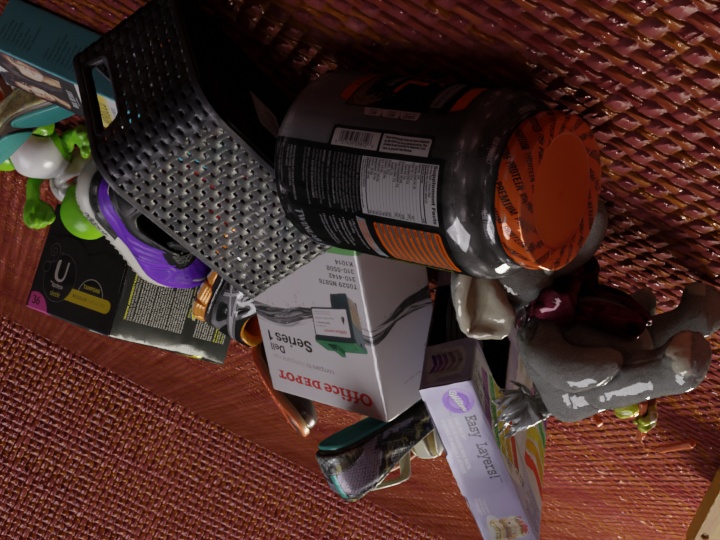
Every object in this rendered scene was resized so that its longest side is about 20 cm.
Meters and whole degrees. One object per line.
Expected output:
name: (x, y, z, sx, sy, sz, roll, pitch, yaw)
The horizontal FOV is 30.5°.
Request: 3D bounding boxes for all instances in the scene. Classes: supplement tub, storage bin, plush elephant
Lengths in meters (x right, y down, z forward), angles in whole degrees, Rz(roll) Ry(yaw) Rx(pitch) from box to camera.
supplement tub: (0.049, -0.064, 0.869, 0.198, 0.124, 0.122, 13, 161, 38)
storage bin: (-0.104, -0.089, 0.957, 0.200, 0.093, 0.136, 42, -158, -48)
plush elephant: (0.154, 0.021, 0.980, 0.198, 0.164, 0.156, -26, 95, 30)

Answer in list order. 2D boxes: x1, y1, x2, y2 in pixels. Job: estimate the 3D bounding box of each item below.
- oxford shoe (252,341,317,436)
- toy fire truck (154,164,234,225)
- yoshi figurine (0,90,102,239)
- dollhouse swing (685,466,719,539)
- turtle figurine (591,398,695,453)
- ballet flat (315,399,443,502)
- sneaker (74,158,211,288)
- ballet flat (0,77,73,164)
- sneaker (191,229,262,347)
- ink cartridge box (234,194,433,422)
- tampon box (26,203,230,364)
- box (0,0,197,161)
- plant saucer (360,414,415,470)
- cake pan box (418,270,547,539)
oxford shoe: (-0.071, 0.086, 1.373, 0.072, 0.072, 0.201, 63, -178, -44)
toy fire truck: (-0.173, -0.099, 1.245, 0.198, 0.049, 0.141, 19, 163, 26)
yoshi figurine: (-0.318, -0.100, 1.371, 0.111, 0.113, 0.199, 2, 157, 40)
dollhouse swing: (0.482, 0.268, 1.465, 0.198, 0.176, 0.184, 22, 124, 10)
turtle figurine: (0.223, 0.091, 1.219, 0.161, 0.065, 0.200, 44, 174, -24)
ballet flat: (0.037, 0.141, 1.147, 0.071, 0.199, 0.073, 20, 123, 34)
sneaker: (-0.180, -0.031, 1.254, 0.098, 0.070, 0.200, 13, 161, 32)
ballet flat: (-0.316, -0.155, 1.227, 0.199, 0.072, 0.070, -23, 135, 39)
sneaker: (-0.102, -0.002, 1.300, 0.077, 0.078, 0.201, 39, 140, 11)
ink cartridge box: (-0.019, 0.012, 1.118, 0.145, 0.084, 0.203, 10, 121, 42)
tampon box: (-0.254, 0.019, 1.534, 0.148, 0.128, 0.199, 14, 176, 37)
box: (-0.210, -0.155, 1.115, 0.198, 0.050, 0.082, 24, 165, 5)
plant saucer: (0.063, 0.107, 1.285, 0.032, 0.201, 0.201, 36, 171, 24)
cake pan box: (0.108, 0.103, 1.122, 0.052, 0.185, 0.202, -13, 122, 18)
